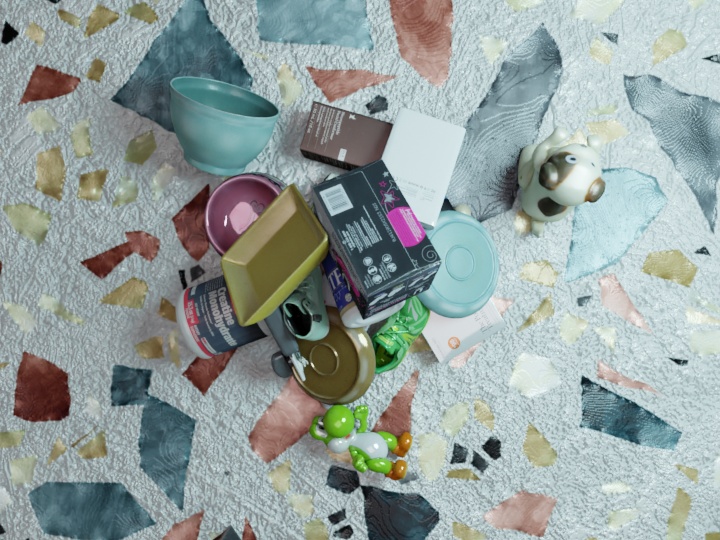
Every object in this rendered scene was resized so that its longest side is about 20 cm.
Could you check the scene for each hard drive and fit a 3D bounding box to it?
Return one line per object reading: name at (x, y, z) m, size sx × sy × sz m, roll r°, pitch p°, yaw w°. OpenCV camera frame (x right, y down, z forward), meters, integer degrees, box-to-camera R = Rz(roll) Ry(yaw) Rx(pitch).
hard drive at (0.102, -0.188, 0.952) m, size 0.131 × 0.027 × 0.202 m, roll 19°, pitch 76°, yaw 2°

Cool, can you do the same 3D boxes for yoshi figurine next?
yoshi figurine at (0.001, 0.320, 1.000) m, size 0.198 × 0.112 × 0.113 m, roll 21°, pitch 91°, yaw -1°

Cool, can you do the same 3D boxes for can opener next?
can opener at (-0.144, 0.132, 0.945) m, size 0.066 × 0.053 × 0.201 m, roll -21°, pitch 129°, yaw -9°

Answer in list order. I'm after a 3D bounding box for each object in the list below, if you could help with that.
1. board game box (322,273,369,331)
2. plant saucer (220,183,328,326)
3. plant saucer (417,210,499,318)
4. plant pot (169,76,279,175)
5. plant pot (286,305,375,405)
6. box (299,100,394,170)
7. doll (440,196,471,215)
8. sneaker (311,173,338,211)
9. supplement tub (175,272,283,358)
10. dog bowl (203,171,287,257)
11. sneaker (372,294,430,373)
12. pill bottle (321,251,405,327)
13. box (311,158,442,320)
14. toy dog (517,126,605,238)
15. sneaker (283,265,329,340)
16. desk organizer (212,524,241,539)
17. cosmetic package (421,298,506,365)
board game box at (0.000, 0.000, 1.018) m, size 0.125 × 0.035 × 0.202 m, roll 27°, pitch 92°, yaw 25°
plant saucer at (-0.140, -0.024, 0.880) m, size 0.200 × 0.200 × 0.048 m, roll -45°, pitch 131°, yaw 10°
plant saucer at (0.179, -0.013, 0.963) m, size 0.198 × 0.027 × 0.203 m, roll 2°, pitch 85°, yaw -22°
plant pot at (-0.264, -0.264, 0.988) m, size 0.198 × 0.201 × 0.135 m, roll 22°, pitch 118°, yaw 2°
plant pot at (-0.066, 0.169, 1.007) m, size 0.198 × 0.027 × 0.203 m, roll 4°, pitch 101°, yaw 25°
box at (-0.010, -0.248, 1.022) m, size 0.198 × 0.075 × 0.101 m, roll 16°, pitch 90°, yaw 0°
doll at (0.124, -0.117, 1.000) m, size 0.198 × 0.049 × 0.138 m, roll 2°, pitch 66°, yaw -18°
sneaker at (-0.069, -0.090, 1.026) m, size 0.079 × 0.078 × 0.202 m, roll 25°, pitch 91°, yaw -7°
supplement tub at (-0.234, 0.072, 0.997) m, size 0.198 × 0.140 × 0.142 m, roll -21°, pitch 89°, yaw 3°
dog bowl at (-0.217, -0.099, 1.030) m, size 0.198 × 0.074 × 0.203 m, roll 0°, pitch 90°, yaw 3°
sneaker at (0.072, 0.117, 0.982) m, size 0.074 × 0.083 × 0.202 m, roll 29°, pitch 115°, yaw 20°
pill bottle at (-0.008, -0.011, 0.938) m, size 0.119 × 0.120 × 0.202 m, roll -22°, pitch 70°, yaw 2°
box at (0.018, -0.047, 0.828) m, size 0.131 × 0.115 × 0.201 m, roll -23°, pitch 69°, yaw -12°
toy dog at (0.355, -0.163, 0.942) m, size 0.139 × 0.200 × 0.195 m, roll 28°, pitch 91°, yaw 3°
sneaker at (-0.109, 0.026, 0.930) m, size 0.073 × 0.118 × 0.202 m, roll -19°, pitch 83°, yaw 7°
desk organizer at (-0.241, 0.625, 1.034) m, size 0.077 × 0.072 × 0.201 m, roll -35°, pitch 88°, yaw 4°
cosmetic package at (0.169, 0.059, 1.026) m, size 0.150 × 0.052 × 0.201 m, roll -32°, pitch 89°, yaw 5°
